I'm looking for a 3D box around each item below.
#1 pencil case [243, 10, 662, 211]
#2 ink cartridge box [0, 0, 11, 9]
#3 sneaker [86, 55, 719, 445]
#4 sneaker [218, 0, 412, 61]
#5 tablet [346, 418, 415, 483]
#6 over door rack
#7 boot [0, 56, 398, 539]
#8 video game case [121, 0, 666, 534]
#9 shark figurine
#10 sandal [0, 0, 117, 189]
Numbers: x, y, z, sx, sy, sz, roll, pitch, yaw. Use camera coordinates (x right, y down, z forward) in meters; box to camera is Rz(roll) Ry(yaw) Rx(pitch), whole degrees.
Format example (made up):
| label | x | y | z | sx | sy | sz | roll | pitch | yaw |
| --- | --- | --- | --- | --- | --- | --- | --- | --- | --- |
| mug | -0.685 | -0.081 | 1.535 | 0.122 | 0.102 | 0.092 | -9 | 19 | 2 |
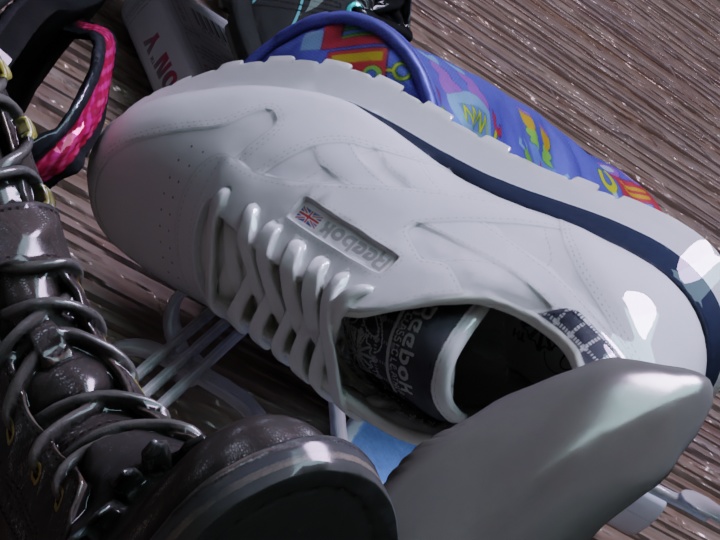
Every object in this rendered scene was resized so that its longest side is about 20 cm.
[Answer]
| label | x | y | z | sx | sy | sz | roll | pitch | yaw |
| --- | --- | --- | --- | --- | --- | --- | --- | --- | --- |
| pencil case | 0.032 | -0.016 | 0.890 | 0.200 | 0.078 | 0.087 | 24 | 48 | -58 |
| ink cartridge box | -0.104 | -0.115 | 0.681 | 0.084 | 0.200 | 0.145 | 47 | 57 | -4 |
| sneaker | 0.000 | 0.000 | 0.749 | 0.199 | 0.077 | 0.080 | 17 | 36 | 28 |
| sneaker | -0.011 | -0.115 | 0.956 | 0.075 | 0.079 | 0.201 | 13 | 57 | -72 |
| tablet | 0.021 | 0.118 | 0.838 | 0.130 | 0.014 | 0.200 | 48 | 22 | -2 |
| over door rack | 0.015 | 0.069 | 0.765 | 0.199 | 0.067 | 0.148 | 16 | 19 | 11 |
| boot | -0.071 | 0.022 | 0.618 | 0.069 | 0.200 | 0.175 | -12 | 69 | -27 |
| video game case | 0.011 | -0.005 | 0.998 | 0.200 | 0.023 | 0.183 | 31 | 23 | -39 |
| shark figurine | 0.006 | 0.118 | 0.630 | 0.127 | 0.216 | 0.090 | 9 | -7 | 0 |
| sandal | -0.095 | -0.048 | 0.814 | 0.045 | 0.075 | 0.200 | 42 | 19 | -5 |
